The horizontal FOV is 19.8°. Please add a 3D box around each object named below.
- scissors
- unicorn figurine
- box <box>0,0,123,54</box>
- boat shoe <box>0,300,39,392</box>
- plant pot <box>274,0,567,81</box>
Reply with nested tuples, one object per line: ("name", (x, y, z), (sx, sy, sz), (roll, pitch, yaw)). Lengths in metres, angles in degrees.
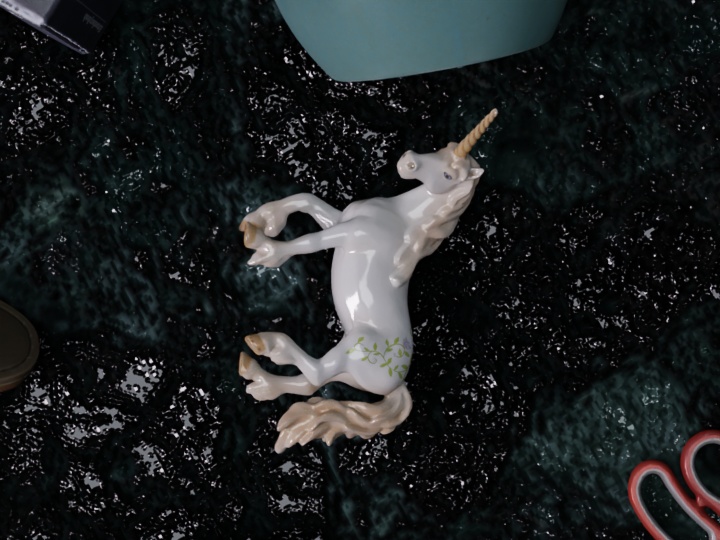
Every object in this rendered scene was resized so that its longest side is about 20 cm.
("scissors", (0.238, 0.180, 1.195), (0.073, 0.014, 0.200), (-39, 90, -2))
("unicorn figurine", (0.000, 0.000, 1.180), (0.136, 0.074, 0.202), (0, 104, -8))
("box", (-0.153, -0.235, 1.141), (0.104, 0.148, 0.201), (33, 90, 2))
("boat shoe", (-0.287, 0.051, 1.185), (0.198, 0.068, 0.072), (3, 54, -15))
("plant pot", (0.030, -0.192, 1.119), (0.199, 0.201, 0.162), (-10, 101, 1))
